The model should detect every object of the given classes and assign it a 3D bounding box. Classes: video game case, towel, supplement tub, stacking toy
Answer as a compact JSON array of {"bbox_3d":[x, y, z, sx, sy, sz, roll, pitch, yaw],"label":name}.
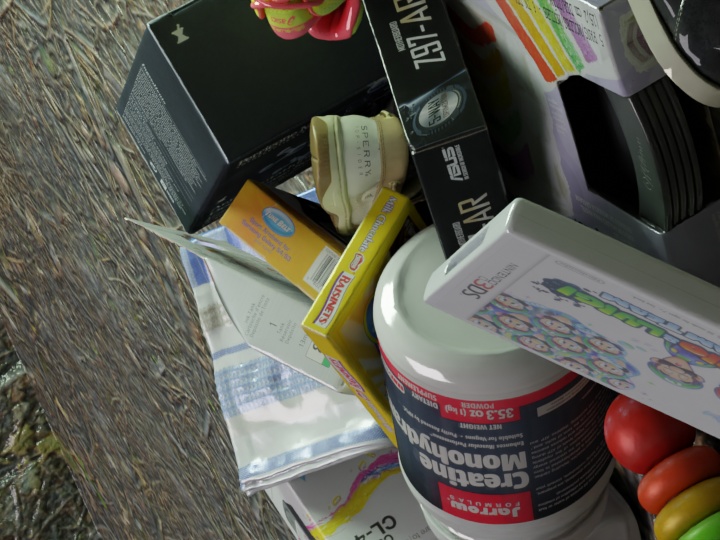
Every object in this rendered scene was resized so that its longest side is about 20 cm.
[{"bbox_3d":[0.143,0.031,1.266,0.199,0.024,0.182,24,164,-6],"label":"video game case"},{"bbox_3d":[-0.055,0.052,1.788,0.146,0.024,0.202,-20,81,34],"label":"towel"},{"bbox_3d":[0.086,0.074,1.500,0.140,0.140,0.201,48,159,39],"label":"supplement tub"},{"bbox_3d":[0.201,0.154,1.404,0.201,0.085,0.086,59,165,23],"label":"stacking toy"}]

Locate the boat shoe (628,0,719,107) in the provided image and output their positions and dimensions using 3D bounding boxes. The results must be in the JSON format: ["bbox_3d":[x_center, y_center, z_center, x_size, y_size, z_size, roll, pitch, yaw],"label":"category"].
[{"bbox_3d":[0.137,-0.174,1.098,0.068,0.072,0.201,-39,69,37],"label":"boat shoe"}]

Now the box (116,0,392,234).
[{"bbox_3d":[-0.066,-0.124,1.626,0.108,0.148,0.200,59,164,5],"label":"box"}]

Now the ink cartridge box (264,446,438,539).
[{"bbox_3d":[0.017,0.161,1.850,0.200,0.147,0.086,53,163,22],"label":"ink cartridge box"}]

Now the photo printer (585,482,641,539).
[{"bbox_3d":[0.118,0.169,1.690,0.200,0.069,0.167,46,159,44],"label":"photo printer"}]

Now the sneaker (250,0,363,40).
[{"bbox_3d":[-0.041,-0.182,1.417,0.078,0.200,0.091,4,85,29],"label":"sneaker"}]

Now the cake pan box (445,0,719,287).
[{"bbox_3d":[0.120,-0.091,1.286,0.200,0.052,0.185,38,154,55],"label":"cake pan box"}]

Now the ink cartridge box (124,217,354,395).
[{"bbox_3d":[-0.055,0.030,1.680,0.199,0.050,0.161,24,-176,23],"label":"ink cartridge box"}]

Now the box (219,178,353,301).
[{"bbox_3d":[0.000,0.000,1.652,0.119,0.042,0.200,39,-169,24],"label":"box"}]

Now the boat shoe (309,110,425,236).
[{"bbox_3d":[0.012,-0.062,1.561,0.200,0.066,0.075,4,-98,-84],"label":"boat shoe"}]

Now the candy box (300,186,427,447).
[{"bbox_3d":[0.027,0.037,1.546,0.026,0.103,0.200,26,166,29],"label":"candy box"}]

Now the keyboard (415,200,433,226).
[{"bbox_3d":[0.057,-0.052,1.601,0.200,0.039,0.105,147,117,-75],"label":"keyboard"}]

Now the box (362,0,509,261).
[{"bbox_3d":[0.041,-0.098,1.379,0.161,0.043,0.201,69,-176,-53],"label":"box"}]
